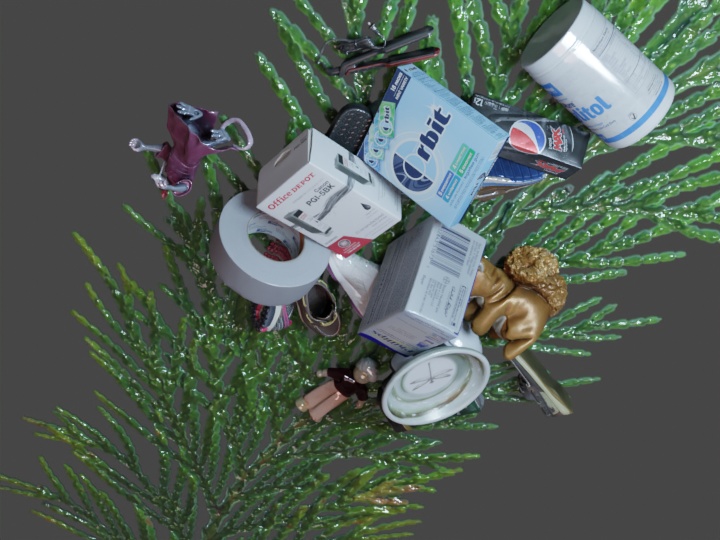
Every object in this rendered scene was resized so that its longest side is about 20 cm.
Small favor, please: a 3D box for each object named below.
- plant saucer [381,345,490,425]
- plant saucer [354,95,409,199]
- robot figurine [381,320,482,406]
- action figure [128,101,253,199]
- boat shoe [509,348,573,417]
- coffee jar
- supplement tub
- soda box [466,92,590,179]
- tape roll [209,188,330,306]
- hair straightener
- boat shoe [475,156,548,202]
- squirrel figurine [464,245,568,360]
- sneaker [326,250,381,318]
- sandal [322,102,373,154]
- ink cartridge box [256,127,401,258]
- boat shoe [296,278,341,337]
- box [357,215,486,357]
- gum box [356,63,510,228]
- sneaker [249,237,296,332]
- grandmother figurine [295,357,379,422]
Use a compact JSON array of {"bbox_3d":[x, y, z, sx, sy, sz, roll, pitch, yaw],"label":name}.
[{"bbox_3d":[0.124,0.188,1.491,0.199,0.050,0.201,-13,138,-13],"label":"plant saucer"},{"bbox_3d":[0.082,-0.201,1.435,0.199,0.027,0.201,4,124,5],"label":"plant saucer"},{"bbox_3d":[0.135,0.174,1.606,0.200,0.125,0.150,-44,101,2],"label":"robot figurine"},{"bbox_3d":[-0.298,-0.200,1.470,0.149,0.134,0.200,-10,152,-37],"label":"action figure"},{"bbox_3d":[0.337,0.222,1.666,0.066,0.072,0.201,-34,118,22],"label":"boat shoe"},{"bbox_3d":[0.136,0.252,1.707,0.199,0.085,0.104,-19,119,21],"label":"coffee jar"},{"bbox_3d":[0.351,-0.288,1.272,0.200,0.132,0.132,36,122,-16],"label":"supplement tub"},{"bbox_3d":[0.255,-0.211,1.363,0.199,0.064,0.071,18,168,-5],"label":"soda box"},{"bbox_3d":[-0.154,-0.041,1.469,0.200,0.201,0.066,26,140,-10],"label":"tape roll"},{"bbox_3d":[0.020,-0.351,1.338,0.199,0.041,0.077,-7,123,18],"label":"hair straightener"},{"bbox_3d":[0.210,-0.155,1.425,0.199,0.072,0.072,-4,151,-4],"label":"boat shoe"},{"bbox_3d":[0.259,0.026,1.523,0.200,0.142,0.187,-38,102,14],"label":"squirrel figurine"},{"bbox_3d":[0.000,0.000,1.573,0.099,0.075,0.200,-33,116,5],"label":"sneaker"},{"bbox_3d":[-0.045,-0.204,1.435,0.075,0.048,0.200,26,127,-26],"label":"sandal"},{"bbox_3d":[-0.052,-0.123,1.421,0.200,0.083,0.147,29,134,-31],"label":"ink cartridge box"},{"bbox_3d":[-0.076,0.068,1.593,0.072,0.060,0.200,-35,139,-11],"label":"boat shoe"},{"bbox_3d":[0.101,0.030,1.454,0.105,0.184,0.200,27,157,-15],"label":"box"},{"bbox_3d":[0.108,-0.193,1.337,0.200,0.045,0.170,41,127,18],"label":"gum box"},{"bbox_3d":[-0.145,0.021,1.602,0.074,0.081,0.201,0,122,-38],"label":"sneaker"},{"bbox_3d":[-0.035,0.239,1.741,0.121,0.061,0.200,34,126,-25],"label":"grandmother figurine"}]
